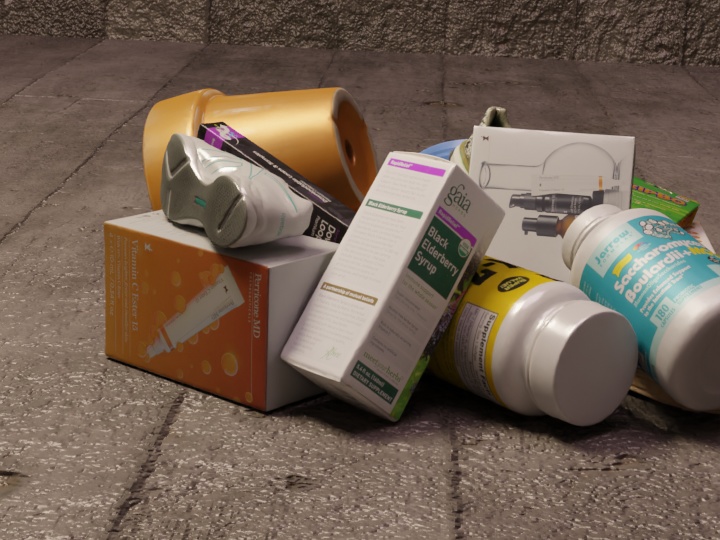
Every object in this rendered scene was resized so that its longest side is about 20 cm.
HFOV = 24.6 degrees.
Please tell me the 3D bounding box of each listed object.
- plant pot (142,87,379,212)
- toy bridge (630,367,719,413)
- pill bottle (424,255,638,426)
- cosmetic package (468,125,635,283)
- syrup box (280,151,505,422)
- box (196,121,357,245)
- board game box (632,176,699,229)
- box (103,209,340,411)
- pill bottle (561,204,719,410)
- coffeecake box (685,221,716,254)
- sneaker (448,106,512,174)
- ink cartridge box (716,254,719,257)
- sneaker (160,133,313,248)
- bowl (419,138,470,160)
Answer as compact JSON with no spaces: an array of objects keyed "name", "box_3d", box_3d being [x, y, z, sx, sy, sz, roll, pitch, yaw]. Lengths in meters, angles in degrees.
[{"name":"plant pot","box_3d":[-0.086,-0.095,1.612,0.183,0.201,0.200,-15,10,17]},{"name":"toy bridge","box_3d":[0.284,0.097,1.387,0.199,0.027,0.067,9,18,19]},{"name":"pill bottle","box_3d":[0.125,0.054,1.360,0.114,0.115,0.200,-9,19,-37]},{"name":"cosmetic package","box_3d":[0.168,-0.026,1.503,0.150,0.201,0.052,4,-13,11]},{"name":"syrup box","box_3d":[0.028,0.010,1.332,0.081,0.200,0.079,17,-16,46]},{"name":"box","box_3d":[-0.083,-0.022,1.447,0.200,0.143,0.036,37,31,30]},{"name":"board game box","box_3d":[0.273,-0.059,1.641,0.095,0.030,0.200,24,23,17]},{"name":"box","box_3d":[-0.117,0.028,1.398,0.199,0.125,0.097,14,19,38]},{"name":"pill bottle","box_3d":[0.248,0.021,1.367,0.110,0.111,0.200,-6,31,-28]},{"name":"coffeecake box","box_3d":[0.271,0.003,1.643,0.153,0.073,0.200,3,15,4]},{"name":"sneaker","box_3d":[0.147,-0.087,1.589,0.077,0.089,0.200,-3,40,-27]},{"name":"ink cartridge box","box_3d":[0.369,0.009,1.453,0.147,0.076,0.200,16,26,-30]},{"name":"sneaker","box_3d":[-0.110,-0.062,1.384,0.080,0.071,0.200,3,19,-31]},{"name":"bowl","box_3d":[0.144,-0.075,1.775,0.200,0.040,0.201,9,-25,4]}]
